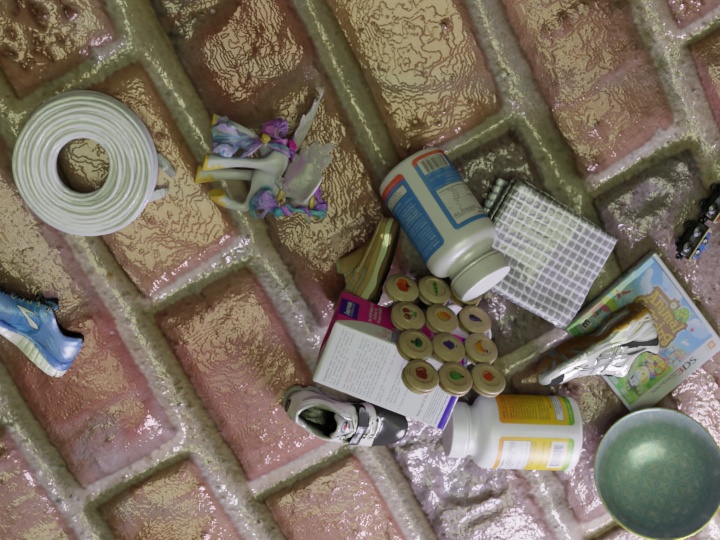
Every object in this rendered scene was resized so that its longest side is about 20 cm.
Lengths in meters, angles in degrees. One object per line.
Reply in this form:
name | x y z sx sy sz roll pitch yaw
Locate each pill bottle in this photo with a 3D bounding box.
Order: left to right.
pill bottle | 0.121 -0.062 1.572 0.111 0.112 0.202 -33 75 3
pill bottle | 0.228 0.245 1.708 0.196 0.111 0.113 3 105 -8

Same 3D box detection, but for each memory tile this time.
memory tile | 0.115 0.086 1.542 0.151 0.202 0.017 5 138 -19

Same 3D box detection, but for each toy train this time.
toy train | 0.542 -0.097 1.699 0.045 0.034 0.202 29 99 -26

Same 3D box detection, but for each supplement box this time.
supplement box | 0.044 0.126 1.577 0.197 0.102 0.105 20 115 -4

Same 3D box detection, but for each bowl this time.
bowl | 0.463 0.324 1.748 0.196 0.108 0.204 -4 69 12

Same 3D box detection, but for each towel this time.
towel | 0.258 -0.026 1.654 0.198 0.086 0.167 27 99 -13

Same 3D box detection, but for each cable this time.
cable | -0.380 -0.144 1.551 0.198 0.069 0.201 -34 106 3

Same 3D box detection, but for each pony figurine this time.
pony figurine | -0.118 -0.149 1.557 0.197 0.168 0.194 13 135 -13

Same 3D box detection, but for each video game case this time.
video game case | 0.441 0.101 1.743 0.181 0.022 0.200 -40 106 4

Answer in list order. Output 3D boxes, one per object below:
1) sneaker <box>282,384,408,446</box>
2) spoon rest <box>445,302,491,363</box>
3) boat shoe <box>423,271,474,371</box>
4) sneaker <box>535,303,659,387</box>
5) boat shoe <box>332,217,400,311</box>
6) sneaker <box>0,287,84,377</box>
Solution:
sneaker | -0.019 0.233 1.689 0.197 0.089 0.075 13 102 -12
spoon rest | 0.100 0.114 1.648 0.198 0.061 0.100 -27 109 25
boat shoe | 0.146 0.095 1.686 0.066 0.057 0.202 -28 106 1
sneaker | 0.362 0.135 1.692 0.198 0.076 0.089 -29 107 2
boat shoe | 0.000 0.000 1.609 0.075 0.072 0.202 24 128 7
sneaker | -0.476 0.057 1.598 0.089 0.079 0.200 -46 114 -1
